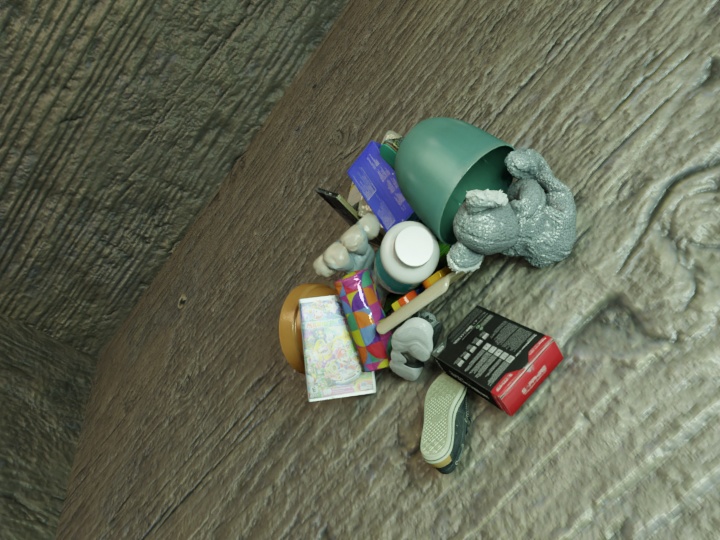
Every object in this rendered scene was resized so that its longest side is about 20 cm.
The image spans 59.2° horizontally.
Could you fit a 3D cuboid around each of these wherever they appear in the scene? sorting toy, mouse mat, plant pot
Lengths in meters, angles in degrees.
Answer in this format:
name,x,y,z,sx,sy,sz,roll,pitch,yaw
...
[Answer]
name,x,y,z,sx,sy,sz,roll,pitch,yaw
sorting toy,0.130,0.035,1.196,0.184,0.037,0.199,-38,-4,34
mouse mat,0.122,0.000,1.340,0.199,0.008,0.162,-40,17,31
plant pot,0.155,-0.176,1.134,0.161,0.199,0.202,43,100,29
plant pot,-0.063,0.126,1.390,0.137,0.200,0.204,-6,55,36

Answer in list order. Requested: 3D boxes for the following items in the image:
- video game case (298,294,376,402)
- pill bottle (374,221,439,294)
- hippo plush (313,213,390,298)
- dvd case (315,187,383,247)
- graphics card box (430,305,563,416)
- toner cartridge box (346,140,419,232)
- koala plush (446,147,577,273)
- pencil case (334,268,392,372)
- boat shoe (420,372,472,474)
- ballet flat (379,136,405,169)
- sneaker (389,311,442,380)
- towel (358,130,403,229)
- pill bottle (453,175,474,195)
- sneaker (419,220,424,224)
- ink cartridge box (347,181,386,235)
name,x,y,z,sx,sy,sz,roll,pitch,yaw
video game case,-0.047,0.153,1.283,0.018,0.139,0.206,150,114,-79
pill bottle,0.085,-0.024,1.176,0.113,0.109,0.200,-62,-2,-10
hippo plush,0.000,0.000,1.349,0.159,0.162,0.200,-42,2,-29
dvd case,-0.015,-0.121,1.527,0.016,0.200,0.148,-50,27,-6
graphics card box,0.212,0.137,1.013,0.125,0.051,0.199,-44,27,-11
toner cartridge box,0.055,-0.171,1.351,0.095,0.043,0.202,-47,59,27
koala plush,0.233,-0.081,1.034,0.185,0.196,0.180,54,139,37
pencil case,0.015,0.100,1.250,0.086,0.205,0.088,-19,2,1
boat shoe,0.143,0.242,1.041,0.073,0.063,0.202,-17,31,28
ballet flat,0.120,-0.197,1.281,0.074,0.074,0.202,-44,71,23
sneaker,0.106,0.113,1.154,0.115,0.074,0.202,-59,-12,-30
towel,0.073,-0.190,1.387,0.131,0.034,0.204,31,104,36
pill bottle,0.208,-0.196,1.320,0.117,0.115,0.202,-47,30,19
sneaker,0.106,-0.167,1.463,0.078,0.111,0.202,-45,30,23
ink cartridge box,0.032,-0.179,1.596,0.067,0.115,0.204,-26,40,45
